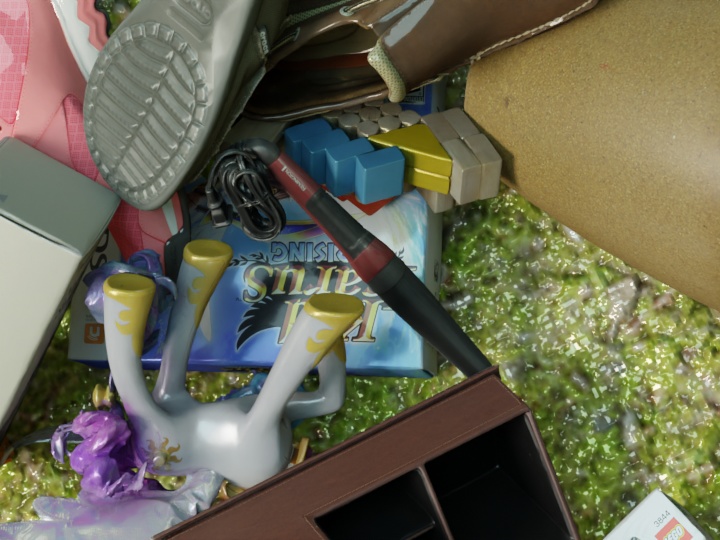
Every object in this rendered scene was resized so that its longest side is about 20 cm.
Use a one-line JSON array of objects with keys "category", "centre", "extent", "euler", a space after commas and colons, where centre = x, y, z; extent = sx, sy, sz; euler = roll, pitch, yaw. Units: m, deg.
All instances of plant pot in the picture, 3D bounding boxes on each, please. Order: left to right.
[{"category": "plant pot", "centre": [0.159, -0.076, 0.908], "extent": [0.199, 0.186, 0.188], "euler": [17, 85, 31]}]

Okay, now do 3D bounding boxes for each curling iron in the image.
[{"category": "curling iron", "centre": [0.000, 0.000, 0.921], "extent": [0.049, 0.200, 0.026], "euler": [-36, 30, 31]}]

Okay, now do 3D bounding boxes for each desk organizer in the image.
[{"category": "desk organizer", "centre": [0.008, 0.132, 0.891], "extent": [0.199, 0.072, 0.077], "euler": [-25, 41, -22]}]

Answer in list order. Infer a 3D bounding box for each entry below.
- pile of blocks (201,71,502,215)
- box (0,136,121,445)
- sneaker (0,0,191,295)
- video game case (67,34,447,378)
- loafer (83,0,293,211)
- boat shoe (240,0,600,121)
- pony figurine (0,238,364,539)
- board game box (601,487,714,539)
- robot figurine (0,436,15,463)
[{"category": "pile of blocks", "centre": [-0.026, -0.057, 0.939], "extent": [0.199, 0.062, 0.082], "euler": [20, 46, 18]}, {"category": "box", "centre": [-0.194, 0.041, 0.913], "extent": [0.068, 0.082, 0.201], "euler": [28, 116, -5]}, {"category": "sneaker", "centre": [-0.155, -0.072, 0.939], "extent": [0.086, 0.074, 0.201], "euler": [-26, 100, -15]}, {"category": "video game case", "centre": [-0.055, -0.036, 1.002], "extent": [0.198, 0.045, 0.183], "euler": [1, 82, 12]}, {"category": "loafer", "centre": [-0.065, -0.110, 0.856], "extent": [0.075, 0.069, 0.200], "euler": [46, 126, 19]}, {"category": "boat shoe", "centre": [0.025, -0.111, 0.876], "extent": [0.201, 0.075, 0.075], "euler": [-13, 48, 28]}, {"category": "pony figurine", "centre": [-0.093, 0.088, 0.926], "extent": [0.192, 0.167, 0.201], "euler": [6, 118, -3]}, {"category": "board game box", "centre": [0.110, 0.160, 0.855], "extent": [0.126, 0.200, 0.035], "euler": [-45, 75, 2]}, {"category": "robot figurine", "centre": [-0.275, 0.033, 1.030], "extent": [0.144, 0.058, 0.201], "euler": [-24, 78, 7]}]
